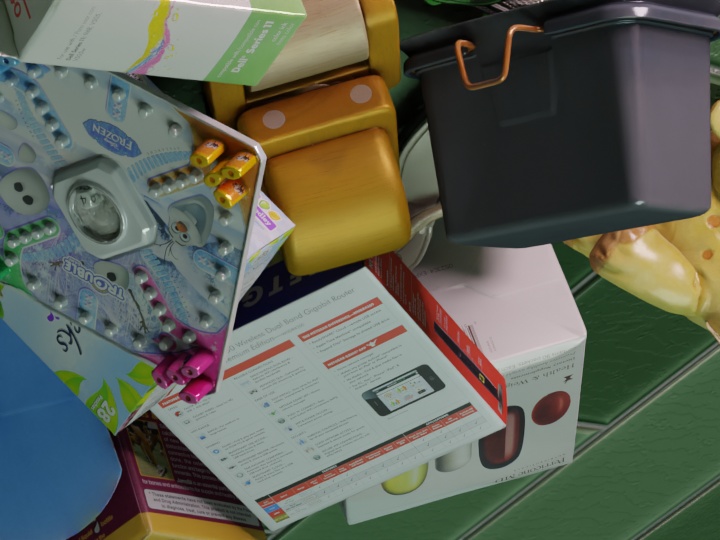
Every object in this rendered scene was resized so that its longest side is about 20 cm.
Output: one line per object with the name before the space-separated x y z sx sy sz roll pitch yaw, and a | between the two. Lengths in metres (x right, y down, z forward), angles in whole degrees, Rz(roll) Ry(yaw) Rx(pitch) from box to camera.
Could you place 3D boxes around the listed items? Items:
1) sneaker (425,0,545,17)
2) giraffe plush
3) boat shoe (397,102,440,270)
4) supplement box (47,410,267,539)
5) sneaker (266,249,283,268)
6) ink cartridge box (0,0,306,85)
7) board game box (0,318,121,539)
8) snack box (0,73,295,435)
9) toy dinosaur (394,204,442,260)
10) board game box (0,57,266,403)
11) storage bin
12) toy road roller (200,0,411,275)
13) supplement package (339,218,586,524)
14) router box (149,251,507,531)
sneaker | 0.123 -0.192 1.656 0.200 0.078 0.085 10 147 -29
giraffe plush | 0.269 -0.044 1.930 0.172 0.200 0.162 19 104 -45
boat shoe | 0.045 -0.078 1.825 0.067 0.057 0.200 10 137 -21
supplement box | -0.167 0.135 1.894 0.103 0.200 0.131 -37 147 29
sneaker | -0.073 -0.010 1.840 0.090 0.078 0.200 -35 169 -20
ink cartridge box | -0.142 -0.175 1.460 0.200 0.117 0.067 2 144 -36
board game box | -0.246 0.095 1.831 0.158 0.200 0.039 -15 -169 23
snack box | -0.157 -0.017 1.668 0.068 0.169 0.200 -38 171 -44
toy dinosaur | 0.000 0.000 1.813 0.200 0.047 0.088 -30 -178 18
board game box | -0.161 -0.034 1.590 0.026 0.200 0.200 -45 156 -46
storage bin | 0.125 -0.091 1.629 0.200 0.135 0.145 -12 170 40
toy road roller | -0.027 -0.090 1.648 0.123 0.146 0.200 -17 151 -6
supplement package | 0.055 0.065 1.968 0.191 0.147 0.200 -16 150 -7
router box | -0.029 0.076 1.786 0.200 0.049 0.180 -25 127 22
